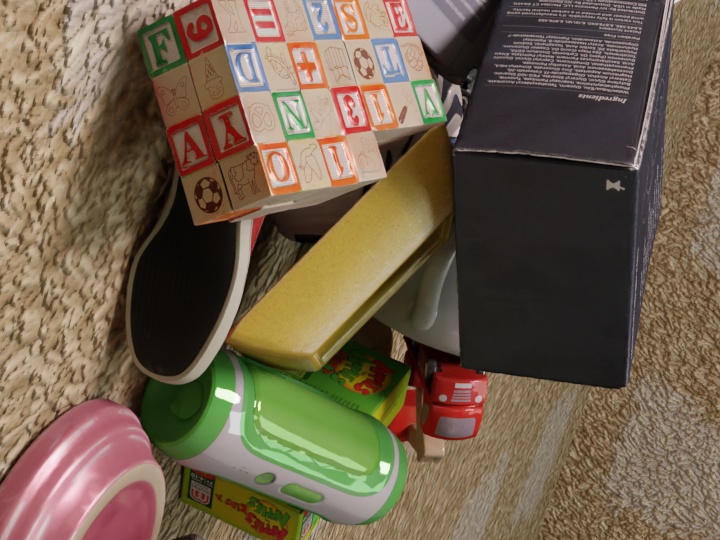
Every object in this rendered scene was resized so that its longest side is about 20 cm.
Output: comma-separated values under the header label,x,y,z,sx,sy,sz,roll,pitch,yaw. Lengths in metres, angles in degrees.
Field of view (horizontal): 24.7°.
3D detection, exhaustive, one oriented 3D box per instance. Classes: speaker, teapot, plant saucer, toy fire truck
label,x,y,z,sx,sy,sz,roll,pitch,yaw
speaker,-0.057,0.118,1.155,0.200,0.088,0.089,29,82,-42
teapot,0.086,-0.026,1.345,0.197,0.200,0.146,8,113,-34
plant saucer,0.000,0.000,1.134,0.200,0.048,0.200,-45,175,-4
toy fire truck,0.060,0.111,1.399,0.200,0.049,0.141,-111,-155,-67
plant saucer,-0.183,0.182,1.041,0.201,0.051,0.201,-56,160,-33

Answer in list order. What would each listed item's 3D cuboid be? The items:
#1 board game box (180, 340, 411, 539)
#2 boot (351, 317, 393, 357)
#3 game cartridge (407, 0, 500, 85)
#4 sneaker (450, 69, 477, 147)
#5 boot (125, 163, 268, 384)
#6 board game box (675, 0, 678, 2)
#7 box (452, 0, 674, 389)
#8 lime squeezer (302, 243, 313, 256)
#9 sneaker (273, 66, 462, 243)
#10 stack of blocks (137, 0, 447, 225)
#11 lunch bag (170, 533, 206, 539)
label,x,y,z,sx,sy,sz,roll,pitch,yaw
board game box,-0.048,0.129,1.312,0.200,0.101,0.048,-50,157,-48
boot,-0.029,0.137,1.472,0.201,0.071,0.144,-62,169,-9
game cartridge,0.061,-0.218,1.102,0.133,0.040,0.200,-54,151,0
sneaker,0.079,-0.160,1.342,0.200,0.073,0.112,76,18,-66
boot,-0.082,-0.026,1.067,0.144,0.072,0.200,-6,113,-74
board game box,0.179,-0.192,1.415,0.134,0.034,0.200,-32,-179,-13
box,0.141,-0.061,1.128,0.197,0.124,0.200,-72,163,-46
lime squeezer,0.004,-0.092,1.335,0.071,0.038,0.200,-36,-161,55
sneaker,-0.002,-0.119,1.200,0.199,0.079,0.130,-39,135,-27
stack of blocks,-0.031,-0.099,0.972,0.200,0.058,0.115,-15,86,-55
lunch bag,-0.096,0.279,1.136,0.140,0.168,0.200,-59,-171,-21
